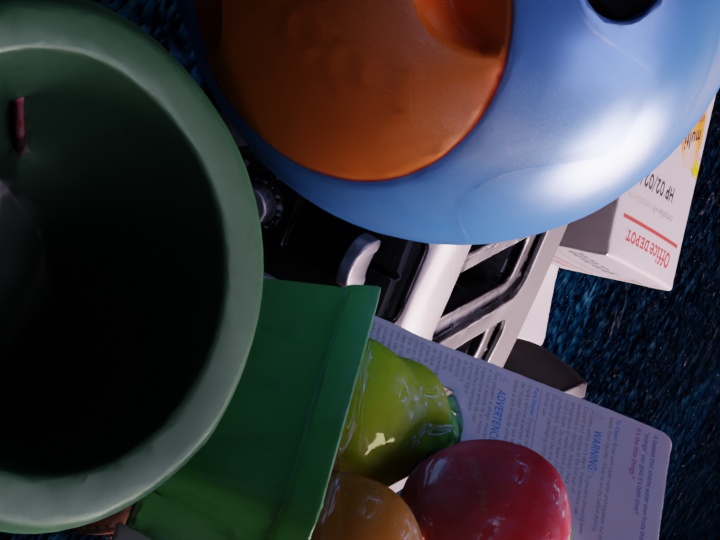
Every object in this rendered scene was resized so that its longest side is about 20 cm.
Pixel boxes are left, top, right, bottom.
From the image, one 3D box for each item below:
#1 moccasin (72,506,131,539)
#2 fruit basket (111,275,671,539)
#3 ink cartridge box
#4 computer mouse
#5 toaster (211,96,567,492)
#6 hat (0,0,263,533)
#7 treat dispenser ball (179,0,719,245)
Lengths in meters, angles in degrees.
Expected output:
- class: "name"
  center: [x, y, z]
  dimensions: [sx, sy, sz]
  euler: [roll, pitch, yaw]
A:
- class: "moccasin"
  center: [-0.073, 0.126, 1.086]
  dimensions: [0.201, 0.073, 0.078]
  euler: [37, 54, -69]
- class: "fruit basket"
  center: [0.014, 0.093, 0.877]
  dimensions: [0.094, 0.199, 0.186]
  euler: [-56, -167, 41]
- class: "ink cartridge box"
  center: [0.121, -0.060, 1.163]
  dimensions: [0.115, 0.068, 0.201]
  euler: [20, 83, -65]
- class: "computer mouse"
  center: [0.017, 0.074, 1.192]
  dimensions: [0.140, 0.046, 0.200]
  euler: [-19, 177, -25]
- class: "toaster"
  center: [0.000, 0.000, 1.044]
  dimensions: [0.200, 0.118, 0.181]
  euler: [-26, 144, -61]
- class: "hat"
  center: [-0.143, -0.001, 0.814]
  dimensions: [0.166, 0.176, 0.200]
  euler: [-53, 123, -22]
- class: "treat dispenser ball"
  center: [0.036, -0.110, 0.826]
  dimensions: [0.201, 0.200, 0.201]
  euler: [-51, 161, -26]
